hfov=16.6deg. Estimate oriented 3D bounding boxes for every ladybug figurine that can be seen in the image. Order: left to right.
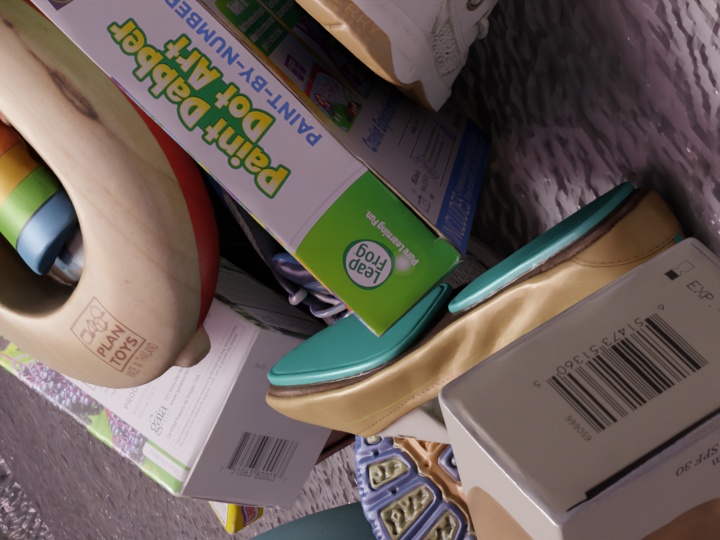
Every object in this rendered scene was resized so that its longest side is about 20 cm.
[{"bbox_3d":[-0.124,-0.041,0.979,0.200,0.072,0.136,49,135,8],"label":"ladybug figurine"}]

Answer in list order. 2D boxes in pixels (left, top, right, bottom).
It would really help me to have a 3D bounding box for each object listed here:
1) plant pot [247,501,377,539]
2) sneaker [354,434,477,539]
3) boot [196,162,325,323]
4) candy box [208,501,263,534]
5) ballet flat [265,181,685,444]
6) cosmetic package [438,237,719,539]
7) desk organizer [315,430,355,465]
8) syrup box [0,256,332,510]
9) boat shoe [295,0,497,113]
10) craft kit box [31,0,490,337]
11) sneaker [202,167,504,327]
[{"bbox_3d":[0.042,0.187,1.191,0.200,0.135,0.200,52,163,23],"label":"plant pot"},{"bbox_3d":[0.081,0.116,0.972,0.200,0.075,0.088,45,-158,7],"label":"sneaker"},{"bbox_3d":[-0.052,-0.017,1.176,0.168,0.200,0.077,-3,133,33],"label":"boot"},{"bbox_3d":[-0.108,0.037,1.313,0.200,0.026,0.102,57,164,20],"label":"candy box"},{"bbox_3d":[0.042,0.032,0.891,0.200,0.069,0.063,-26,102,45],"label":"ballet flat"},{"bbox_3d":[0.100,0.098,0.815,0.071,0.105,0.200,47,163,42],"label":"cosmetic package"},{"bbox_3d":[-0.052,0.015,1.280,0.200,0.072,0.077,36,151,54],"label":"desk organizer"},{"bbox_3d":[-0.103,0.020,1.069,0.200,0.082,0.079,31,-172,35],"label":"syrup box"},{"bbox_3d":[0.021,-0.101,0.842,0.071,0.069,0.200,42,-175,-1],"label":"boat shoe"},{"bbox_3d":[-0.040,-0.082,0.862,0.198,0.048,0.200,47,-167,-6],"label":"craft kit box"},{"bbox_3d":[0.000,0.000,0.981,0.200,0.077,0.085,45,-165,-1],"label":"sneaker"}]
